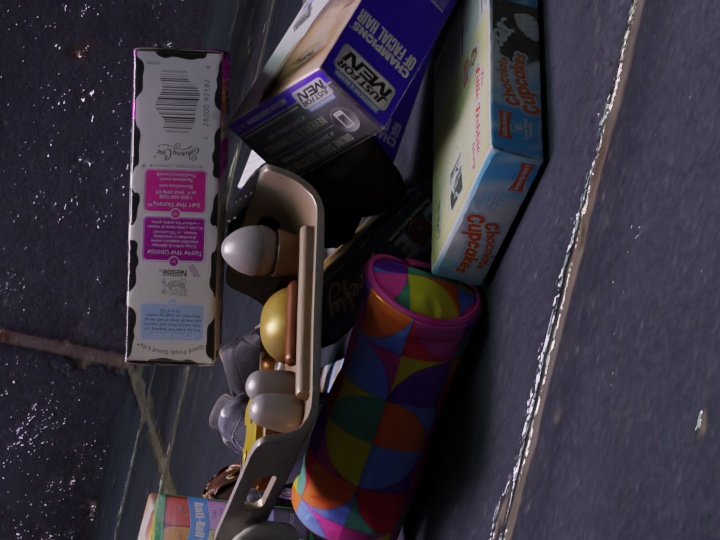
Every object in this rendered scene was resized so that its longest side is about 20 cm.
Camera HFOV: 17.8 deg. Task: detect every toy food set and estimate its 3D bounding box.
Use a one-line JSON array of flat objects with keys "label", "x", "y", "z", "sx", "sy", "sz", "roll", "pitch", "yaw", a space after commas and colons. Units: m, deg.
[{"label": "toy food set", "x": -0.068, "y": 0.054, "z": 1.442, "sx": 0.144, "sy": 0.060, "sz": 0.201, "roll": 114, "pitch": 161, "yaw": -55}]

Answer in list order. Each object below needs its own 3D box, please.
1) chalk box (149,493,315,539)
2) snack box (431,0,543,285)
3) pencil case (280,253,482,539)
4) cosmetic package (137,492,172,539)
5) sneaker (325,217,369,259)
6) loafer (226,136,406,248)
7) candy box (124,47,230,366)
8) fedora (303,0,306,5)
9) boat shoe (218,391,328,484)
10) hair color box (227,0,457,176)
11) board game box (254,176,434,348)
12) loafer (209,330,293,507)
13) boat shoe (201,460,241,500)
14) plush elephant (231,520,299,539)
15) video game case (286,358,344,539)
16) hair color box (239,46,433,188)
[{"label": "chalk box", "x": -0.102, "y": 0.250, "z": 1.707, "sx": 0.201, "sy": 0.123, "sz": 0.125, "roll": 103, "pitch": 172, "yaw": -51}, {"label": "snack box", "x": 0.080, "y": -0.103, "z": 1.461, "sx": 0.117, "sy": 0.037, "sz": 0.201, "roll": 114, "pitch": 165, "yaw": -45}, {"label": "pencil case", "x": 0.014, "y": 0.086, "z": 1.477, "sx": 0.089, "sy": 0.088, "sz": 0.201, "roll": -94, "pitch": 21, "yaw": -57}, {"label": "cosmetic package", "x": -0.145, "y": 0.272, "z": 2.041, "sx": 0.200, "sy": 0.103, "sz": 0.088, "roll": -129, "pitch": 52, "yaw": -75}, {"label": "sneaker", "x": -0.011, "y": -0.014, "z": 1.801, "sx": 0.200, "sy": 0.073, "sz": 0.081, "roll": 126, "pitch": 133, "yaw": -64}, {"label": "loafer", "x": -0.038, "y": -0.038, "z": 1.581, "sx": 0.200, "sy": 0.071, "sz": 0.073, "roll": -23, "pitch": 29, "yaw": 57}, {"label": "candy box", "x": -0.119, "y": -0.045, "z": 1.508, "sx": 0.136, "sy": 0.060, "sz": 0.202, "roll": -104, "pitch": 15, "yaw": -86}, {"label": "fedora", "x": 0.008, "y": -0.293, "z": 1.915, "sx": 0.177, "sy": 0.090, "sz": 0.202, "roll": -169, "pitch": 85, "yaw": -81}, {"label": "boat shoe", "x": -0.046, "y": 0.110, "z": 1.607, "sx": 0.072, "sy": 0.068, "sz": 0.200, "roll": -63, "pitch": -17, "yaw": 8}, {"label": "hair color box", "x": 0.002, "y": -0.161, "z": 1.522, "sx": 0.109, "sy": 0.065, "sz": 0.201, "roll": -26, "pitch": 29, "yaw": 49}, {"label": "board game box", "x": 0.000, "y": 0.000, "z": 1.584, "sx": 0.135, "sy": 0.035, "sz": 0.200, "roll": -44, "pitch": 4, "yaw": -12}, {"label": "loafer", "x": -0.084, "y": 0.121, "z": 1.823, "sx": 0.201, "sy": 0.072, "sz": 0.073, "roll": -85, "pitch": -18, "yaw": -56}, {"label": "boat shoe", "x": -0.100, "y": 0.190, "z": 1.881, "sx": 0.200, "sy": 0.070, "sz": 0.071, "roll": 161, "pitch": 117, "yaw": -78}, {"label": "plush elephant", "x": -0.038, "y": 0.244, "z": 1.393, "sx": 0.155, "sy": 0.198, "sz": 0.166, "roll": -53, "pitch": -27, "yaw": -69}, {"label": "video game case", "x": -0.035, "y": 0.147, "z": 1.834, "sx": 0.200, "sy": 0.017, "sz": 0.144, "roll": 151, "pitch": 131, "yaw": -76}, {"label": "hair color box", "x": -0.008, "y": -0.142, "z": 1.700, "sx": 0.109, "sy": 0.065, "sz": 0.201, "roll": -12, "pitch": 54, "yaw": 54}]
